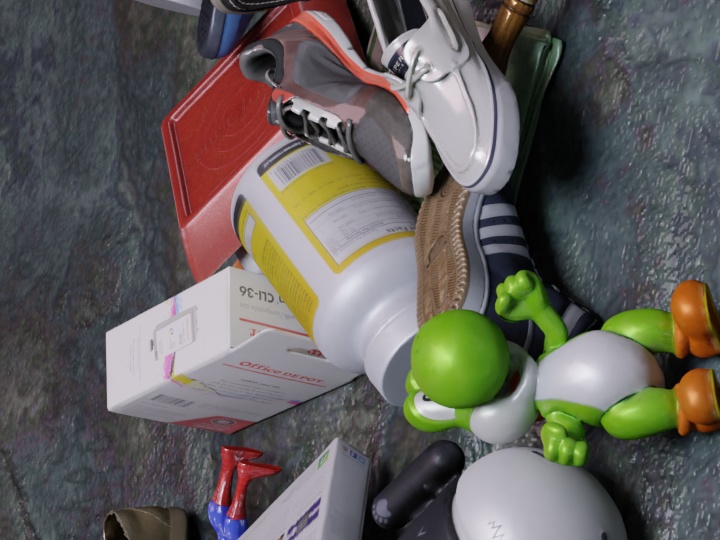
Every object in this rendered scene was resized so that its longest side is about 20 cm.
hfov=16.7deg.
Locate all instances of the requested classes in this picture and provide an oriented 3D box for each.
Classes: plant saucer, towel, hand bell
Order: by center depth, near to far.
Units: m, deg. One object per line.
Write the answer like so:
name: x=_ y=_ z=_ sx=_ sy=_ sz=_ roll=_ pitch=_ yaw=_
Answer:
hand bell: x=0.101 y=-0.172 z=1.637 sx=0.200 sy=0.104 sz=0.104 roll=-62 pitch=38 yaw=16
towel: x=0.058 y=-0.109 z=1.749 sx=0.200 sy=0.023 sz=0.153 roll=21 pitch=96 yaw=52
plant saucer: x=-0.080 y=-0.116 z=1.854 sx=0.200 sy=0.037 sz=0.200 roll=-44 pitch=32 yaw=19

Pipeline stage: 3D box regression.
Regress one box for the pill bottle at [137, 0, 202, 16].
pill bottle: x=-0.130 y=-0.311 z=1.993 sx=0.113 sy=0.113 sz=0.200 roll=14 pitch=90 yaw=54

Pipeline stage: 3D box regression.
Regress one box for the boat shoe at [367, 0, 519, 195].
boat shoe: x=0.046 y=-0.135 z=1.600 sx=0.072 sy=0.066 sz=0.200 roll=-46 pitch=47 yaw=43

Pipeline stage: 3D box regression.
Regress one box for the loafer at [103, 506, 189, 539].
loafer: x=-0.167 y=0.249 z=1.836 sx=0.200 sy=0.067 sz=0.076 roll=-95 pitch=19 yaw=-59

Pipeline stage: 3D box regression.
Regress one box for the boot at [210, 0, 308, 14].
boot: x=0.005 y=-0.225 z=1.734 sx=0.150 sy=0.200 sz=0.073 roll=14 pitch=117 yaw=48

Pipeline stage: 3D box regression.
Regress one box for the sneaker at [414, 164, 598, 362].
sneaker: x=0.097 y=-0.001 z=1.616 sx=0.070 sy=0.108 sz=0.200 roll=-49 pitch=21 yaw=34

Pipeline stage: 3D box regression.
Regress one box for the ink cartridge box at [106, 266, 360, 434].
ink cartridge box: x=-0.085 y=0.056 z=1.800 sx=0.200 sy=0.116 sz=0.068 roll=-25 pitch=59 yaw=45

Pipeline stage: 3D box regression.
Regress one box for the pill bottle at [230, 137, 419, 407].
pill bottle: x=0.000 y=0.000 z=1.701 sx=0.112 sy=0.112 sz=0.200 roll=-57 pitch=48 yaw=23

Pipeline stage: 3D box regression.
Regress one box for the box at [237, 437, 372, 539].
box: x=-0.054 y=0.224 z=1.663 sx=0.144 sy=0.036 sz=0.200 roll=-47 pitch=18 yaw=30

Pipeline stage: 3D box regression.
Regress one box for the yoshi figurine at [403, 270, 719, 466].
yoshi figurine: x=0.114 y=0.058 z=1.477 sx=0.200 sy=0.112 sz=0.112 roll=-8 pitch=109 yaw=17

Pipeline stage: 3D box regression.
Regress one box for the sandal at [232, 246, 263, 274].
sandal: x=-0.080 y=-0.012 z=1.856 sx=0.207 sy=0.059 sz=0.079 roll=-54 pitch=42 yaw=33

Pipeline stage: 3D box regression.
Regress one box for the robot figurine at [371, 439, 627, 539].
robot figurine: x=0.079 y=0.197 z=1.528 sx=0.200 sy=0.150 sz=0.125 roll=-50 pitch=18 yaw=31

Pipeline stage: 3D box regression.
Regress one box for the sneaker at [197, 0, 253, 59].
sneaker: x=-0.071 y=-0.243 z=1.895 sx=0.066 sy=0.078 sz=0.200 roll=134 pitch=155 yaw=-59

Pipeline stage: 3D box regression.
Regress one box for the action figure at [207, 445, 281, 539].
action figure: x=-0.098 y=0.234 z=1.813 sx=0.065 sy=0.052 sz=0.200 roll=29 pitch=106 yaw=59

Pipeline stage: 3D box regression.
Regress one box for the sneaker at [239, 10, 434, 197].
sneaker: x=-0.020 y=-0.103 z=1.686 sx=0.200 sy=0.082 sz=0.077 roll=47 pitch=152 yaw=46
